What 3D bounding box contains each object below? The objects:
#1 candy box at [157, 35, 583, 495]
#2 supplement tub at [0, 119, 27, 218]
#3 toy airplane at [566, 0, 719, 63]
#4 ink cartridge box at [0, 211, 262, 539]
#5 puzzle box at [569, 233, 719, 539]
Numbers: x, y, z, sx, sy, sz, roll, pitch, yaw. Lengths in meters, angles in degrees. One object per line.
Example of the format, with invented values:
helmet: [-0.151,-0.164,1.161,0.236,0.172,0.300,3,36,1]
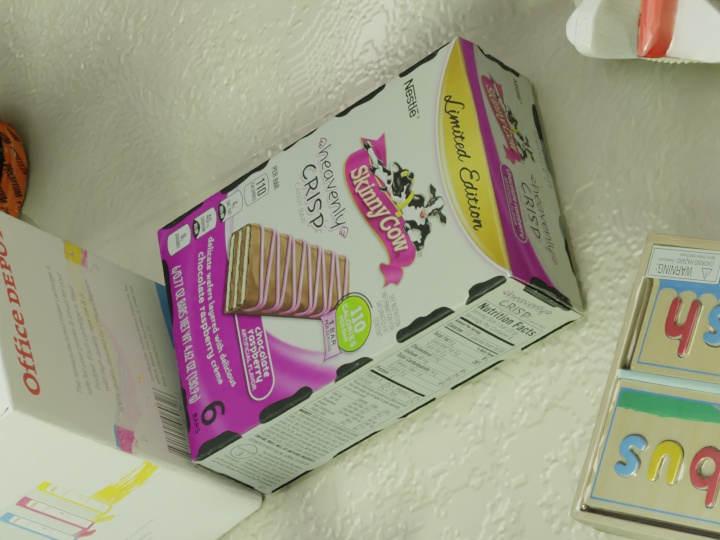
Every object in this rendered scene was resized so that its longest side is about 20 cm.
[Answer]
candy box: [0.000,0.000,1.371,0.199,0.061,0.137,-31,53,28]
supplement tub: [-0.282,-0.071,1.561,0.122,0.200,0.123,-17,62,35]
toy airplane: [0.126,-0.188,1.282,0.200,0.141,0.200,-38,51,24]
ink cartridge box: [-0.169,0.068,1.397,0.125,0.200,0.129,-37,50,24]
puzzle box: [0.184,0.059,1.203,0.199,0.025,0.134,7,78,44]
